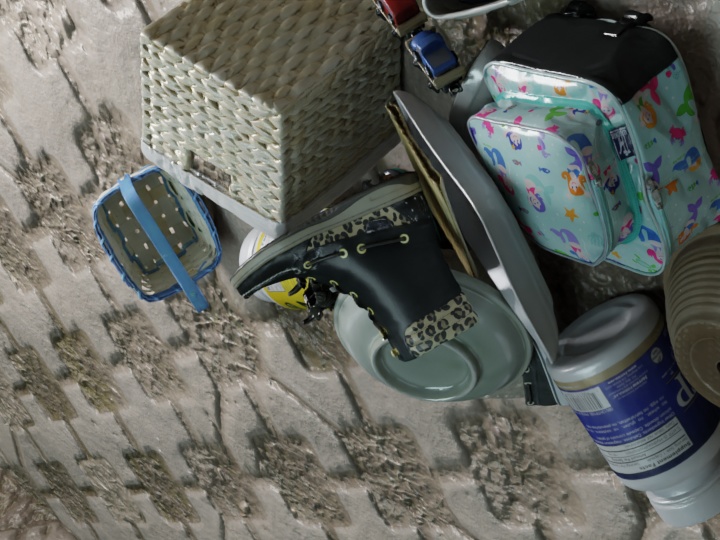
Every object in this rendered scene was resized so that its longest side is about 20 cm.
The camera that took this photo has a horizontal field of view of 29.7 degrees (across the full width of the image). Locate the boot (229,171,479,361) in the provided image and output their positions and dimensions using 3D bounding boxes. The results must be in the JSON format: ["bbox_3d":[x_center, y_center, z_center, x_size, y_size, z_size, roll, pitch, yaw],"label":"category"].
[{"bbox_3d":[-0.006,0.020,1.217,0.202,0.073,0.155,-27,93,18],"label":"boot"}]

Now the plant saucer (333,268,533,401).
[{"bbox_3d":[0.065,0.076,1.302,0.197,0.051,0.201,10,142,8],"label":"plant saucer"}]

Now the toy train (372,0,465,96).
[{"bbox_3d":[0.035,-0.227,1.174,0.201,0.034,0.046,58,173,29],"label":"toy train"}]

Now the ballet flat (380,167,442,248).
[{"bbox_3d":[0.058,-0.009,1.434,0.073,0.073,0.202,5,129,50],"label":"ballet flat"}]

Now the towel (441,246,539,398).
[{"bbox_3d":[0.130,0.055,1.403,0.130,0.035,0.202,-2,129,14],"label":"towel"}]

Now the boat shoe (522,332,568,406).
[{"bbox_3d":[0.165,0.066,1.336,0.056,0.069,0.201,-13,129,15],"label":"boat shoe"}]

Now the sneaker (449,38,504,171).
[{"bbox_3d":[0.125,-0.127,1.221,0.084,0.073,0.201,26,152,12],"label":"sneaker"}]

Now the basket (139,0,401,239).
[{"bbox_3d":[-0.086,-0.174,1.300,0.197,0.200,0.162,31,145,25],"label":"basket"}]

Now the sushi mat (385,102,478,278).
[{"bbox_3d":[0.068,-0.068,1.227,0.096,0.012,0.200,62,-179,28],"label":"sushi mat"}]

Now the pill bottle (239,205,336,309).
[{"bbox_3d":[-0.051,-0.013,1.522,0.199,0.114,0.115,-2,125,58],"label":"pill bottle"}]

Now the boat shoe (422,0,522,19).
[{"bbox_3d":[0.119,-0.247,1.077,0.199,0.066,0.072,-6,121,55],"label":"boat shoe"}]

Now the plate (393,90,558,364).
[{"bbox_3d":[0.107,-0.045,1.171,0.201,0.032,0.200,59,-178,-41],"label":"plate"}]

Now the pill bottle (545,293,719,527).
[{"bbox_3d":[0.272,0.135,1.275,0.201,0.120,0.119,55,149,-14],"label":"pill bottle"}]

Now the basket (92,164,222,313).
[{"bbox_3d":[-0.256,-0.048,1.705,0.178,0.138,0.200,61,178,-24],"label":"basket"}]

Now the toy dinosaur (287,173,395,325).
[{"bbox_3d":[0.000,0.000,1.365,0.102,0.134,0.203,-145,49,-62],"label":"toy dinosaur"}]

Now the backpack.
[{"bbox_3d":[0.194,-0.090,1.091,0.177,0.150,0.201,24,154,55],"label":"backpack"}]

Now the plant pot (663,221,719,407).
[{"bbox_3d":[0.329,0.056,1.136,0.200,0.093,0.202,32,148,23],"label":"plant pot"}]
